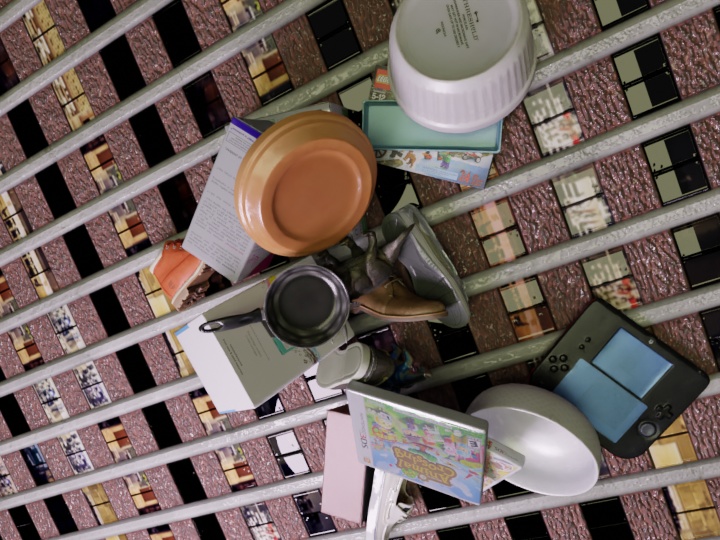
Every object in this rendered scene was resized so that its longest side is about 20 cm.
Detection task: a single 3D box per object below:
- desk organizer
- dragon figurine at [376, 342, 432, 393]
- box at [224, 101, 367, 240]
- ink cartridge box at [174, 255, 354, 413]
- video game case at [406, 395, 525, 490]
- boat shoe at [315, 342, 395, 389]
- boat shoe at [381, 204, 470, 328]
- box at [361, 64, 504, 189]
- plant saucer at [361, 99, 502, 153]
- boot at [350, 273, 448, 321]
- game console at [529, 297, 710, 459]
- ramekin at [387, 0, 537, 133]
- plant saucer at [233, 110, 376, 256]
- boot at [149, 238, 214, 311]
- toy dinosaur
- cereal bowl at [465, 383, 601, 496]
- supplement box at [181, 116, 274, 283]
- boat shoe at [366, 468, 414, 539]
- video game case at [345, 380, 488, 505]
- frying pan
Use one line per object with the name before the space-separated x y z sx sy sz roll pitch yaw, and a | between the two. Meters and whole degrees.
desk organizer | -0.016 0.324 0.881 0.076 0.072 0.202 8 104 17
dragon figurine | 0.053 0.175 0.794 0.059 0.200 0.100 40 81 -20
box | -0.096 -0.139 0.792 0.175 0.097 0.202 -8 99 17
ink cartridge box | -0.144 0.097 0.780 0.146 0.199 0.147 -26 94 52
video game case | 0.133 0.273 0.784 0.181 0.023 0.201 25 149 11
boat shoe | -0.015 0.155 0.803 0.060 0.201 0.072 17 72 -20
boat shoe | 0.110 -0.008 0.777 0.203 0.065 0.074 55 140 2
box | 0.103 -0.210 0.750 0.198 0.038 0.138 16 106 12
plant saucer | 0.099 -0.204 0.723 0.198 0.019 0.071 5 102 14
boot | 0.045 0.035 0.776 0.199 0.073 0.076 8 95 41
game console | 0.374 0.164 0.756 0.199 0.031 0.178 36 109 6
ramekin | 0.127 -0.291 0.662 0.200 0.094 0.205 -3 78 14
plant saucer | -0.060 -0.100 0.653 0.037 0.199 0.201 48 114 42
boot | -0.292 -0.031 0.887 0.107 0.075 0.200 47 111 7
toy dinosaur | 0.000 0.000 0.745 0.200 0.077 0.103 -42 126 -8
cereal bowl | 0.255 0.238 0.758 0.199 0.083 0.201 22 138 21
supplement box | -0.151 -0.099 0.715 0.103 0.101 0.201 31 109 8
boat shoe | 0.056 0.401 0.878 0.069 0.071 0.202 11 99 18
video game case | 0.080 0.249 0.731 0.198 0.022 0.183 11 131 23
frying pan | -0.103 0.067 0.680 0.189 0.031 0.115 -32 107 0
